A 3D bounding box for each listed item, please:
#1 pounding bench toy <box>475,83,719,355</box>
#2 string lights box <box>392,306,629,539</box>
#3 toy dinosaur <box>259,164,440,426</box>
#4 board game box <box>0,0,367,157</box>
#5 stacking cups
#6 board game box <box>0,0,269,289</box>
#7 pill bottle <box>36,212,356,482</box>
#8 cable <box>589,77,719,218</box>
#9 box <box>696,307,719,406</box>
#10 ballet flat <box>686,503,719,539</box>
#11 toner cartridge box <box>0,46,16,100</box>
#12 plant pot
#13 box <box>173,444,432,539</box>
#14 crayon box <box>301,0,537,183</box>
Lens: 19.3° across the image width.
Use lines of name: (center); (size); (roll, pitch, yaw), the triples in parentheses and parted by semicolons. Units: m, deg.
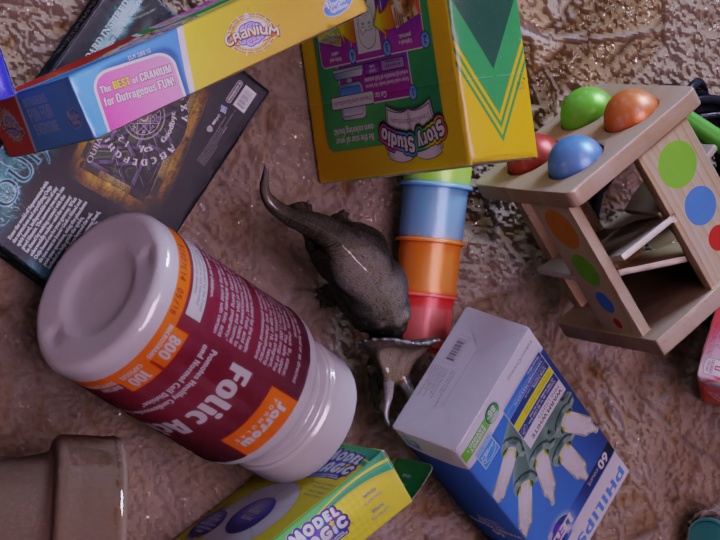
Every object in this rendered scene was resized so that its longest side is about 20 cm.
pounding bench toy: (0.210, -0.068, 1.492); (0.200, 0.124, 0.156); (-39, 111, -19)
string lights box: (0.108, 0.125, 1.479); (0.103, 0.059, 0.200); (-58, 139, -17)
toy dinosaur: (0.000, 0.000, 1.425); (0.077, 0.102, 0.200); (-32, 126, -14)
board game box: (-0.116, -0.133, 1.318); (0.200, 0.153, 0.040); (-28, 102, -26)
stacking cups: (0.056, -0.041, 1.495); (0.060, 0.060, 0.200); (4, 88, -29)
board game box: (-0.165, -0.079, 1.394); (0.135, 0.028, 0.200); (39, 72, -22)
pill bottle: (-0.100, 0.056, 1.360); (0.200, 0.114, 0.114); (35, 72, -40)
cable: (0.232, -0.053, 1.598); (0.200, 0.051, 0.163); (-33, 105, -26)
box: (0.331, 0.011, 1.604); (0.103, 0.095, 0.200); (15, 78, 15)
ballet flat: (0.287, 0.278, 1.617); (0.072, 0.072, 0.200); (1, 89, -29)
toner cartridge box: (-0.318, -0.092, 1.273); (0.200, 0.095, 0.043); (-21, 99, -28)
plant pot: (-0.238, 0.191, 1.274); (0.174, 0.200, 0.200); (8, 85, -12)
box: (-0.055, 0.173, 1.400); (0.200, 0.117, 0.048); (-35, 106, -25)
crayon box: (0.031, -0.150, 1.405); (0.058, 0.200, 0.173); (-11, 94, -29)
